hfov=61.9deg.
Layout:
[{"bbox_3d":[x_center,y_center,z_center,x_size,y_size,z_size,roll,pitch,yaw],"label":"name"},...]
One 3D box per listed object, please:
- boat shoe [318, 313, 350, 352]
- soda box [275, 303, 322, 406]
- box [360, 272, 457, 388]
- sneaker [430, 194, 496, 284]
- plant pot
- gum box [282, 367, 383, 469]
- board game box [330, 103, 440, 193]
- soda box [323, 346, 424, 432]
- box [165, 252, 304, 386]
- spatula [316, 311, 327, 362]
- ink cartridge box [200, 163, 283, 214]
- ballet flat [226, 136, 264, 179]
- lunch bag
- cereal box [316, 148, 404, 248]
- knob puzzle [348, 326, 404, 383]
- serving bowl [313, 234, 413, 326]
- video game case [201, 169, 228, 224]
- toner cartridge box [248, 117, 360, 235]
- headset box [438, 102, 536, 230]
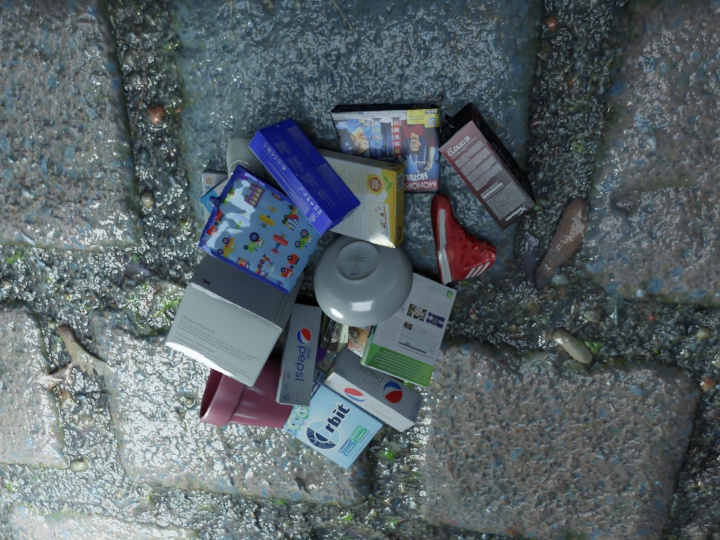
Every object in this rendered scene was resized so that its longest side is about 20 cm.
[{"bbox_3d":[-0.052,0.064,1.214,0.064,0.072,0.207,2,99,-17],"label":"boat shoe"},{"bbox_3d":[-0.128,0.175,1.246,0.066,0.063,0.206,9,79,-14],"label":"soda box"},{"bbox_3d":[0.095,0.110,1.178,0.141,0.036,0.205,21,81,-14],"label":"box"},{"bbox_3d":[0.195,-0.066,1.131,0.112,0.080,0.203,-10,136,4],"label":"sneaker"},{"bbox_3d":[-0.236,0.254,1.310,0.175,0.202,0.202,23,118,-18],"label":"plant pot"},{"bbox_3d":[-0.068,0.346,1.391,0.197,0.045,0.171,34,116,-5],"label":"gum box"},{"bbox_3d":[0.050,-0.199,1.106,0.194,0.062,0.205,1,116,10],"label":"board game box"},{"bbox_3d":[0.027,0.243,1.216,0.197,0.064,0.068,34,144,-6],"label":"soda box"},{"bbox_3d":[-0.243,0.070,1.189,0.196,0.201,0.173,27,123,-8],"label":"box"},{"bbox_3d":[-0.077,0.116,1.290,0.020,0.056,0.206,24,114,33],"label":"spatula"},{"bbox_3d":[-0.193,-0.151,1.147,0.197,0.068,0.117,-31,107,21],"label":"ink cartridge box"},{"bbox_3d":[-0.206,-0.133,1.083,0.067,0.070,0.206,0,115,10],"label":"ballet flat"},{"bbox_3d":[-0.177,-0.074,1.045,0.197,0.094,0.153,28,97,-35],"label":"lunch bag"},{"bbox_3d":[-0.013,-0.134,1.090,0.196,0.039,0.148,18,124,28],"label":"cereal box"},{"bbox_3d":[0.023,0.176,1.251,0.216,0.030,0.225,22,125,34],"label":"knob puzzle"},{"bbox_3d":[0.000,0.000,1.128,0.194,0.205,0.066,-2,149,11],"label":"serving bowl"},{"bbox_3d":[-0.233,-0.097,1.229,0.177,0.022,0.205,6,116,8],"label":"video game case"},{"bbox_3d":[-0.096,-0.165,1.041,0.201,0.095,0.043,51,131,3],"label":"toner cartridge box"},{"bbox_3d":[0.210,-0.190,1.031,0.074,0.150,0.201,-36,105,23],"label":"headset box"}]
